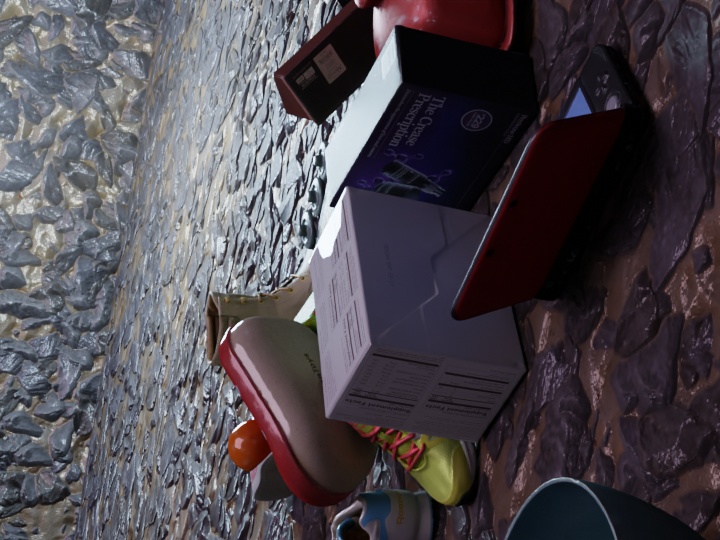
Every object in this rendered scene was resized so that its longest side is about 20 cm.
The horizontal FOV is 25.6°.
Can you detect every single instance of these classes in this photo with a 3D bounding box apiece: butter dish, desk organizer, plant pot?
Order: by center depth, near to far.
[{"bbox_3d":[0.180,0.240,1.012,0.200,0.134,0.201,-171,90,-72],"label":"plant pot"},{"bbox_3d":[0.065,-0.273,1.607,0.200,0.148,0.200,133,142,-59],"label":"butter dish"},{"bbox_3d":[-0.014,-0.255,1.740,0.200,0.072,0.077,-45,31,-14],"label":"desk organizer"}]

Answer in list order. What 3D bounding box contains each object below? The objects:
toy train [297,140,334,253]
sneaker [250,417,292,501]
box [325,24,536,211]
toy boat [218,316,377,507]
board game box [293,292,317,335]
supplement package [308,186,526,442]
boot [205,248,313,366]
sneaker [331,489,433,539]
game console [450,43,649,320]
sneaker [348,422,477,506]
[{"bbox_3d":[-0.015,-0.064,1.835,0.114,0.085,0.200,-109,25,-45],"label":"toy train"},{"bbox_3d":[-0.096,0.204,1.958,0.200,0.075,0.105,121,147,-57],"label":"sneaker"},{"bbox_3d":[0.065,-0.134,1.547,0.200,0.141,0.079,122,149,-50],"label":"box"},{"bbox_3d":[-0.079,0.150,1.559,0.131,0.130,0.200,-46,61,23],"label":"toy boat"},{"bbox_3d":[0.000,0.000,1.677,0.200,0.048,0.102,-56,7,-25],"label":"board game box"},{"bbox_3d":[0.048,0.041,1.479,0.200,0.155,0.111,-98,27,-43],"label":"supplement package"},{"bbox_3d":[-0.109,0.031,1.959,0.073,0.155,0.200,177,103,-71],"label":"boot"},{"bbox_3d":[0.005,0.280,1.610,0.200,0.081,0.077,117,153,-46],"label":"sneaker"},{"bbox_3d":[0.143,-0.076,1.317,0.173,0.118,0.200,-103,29,-50],"label":"game console"},{"bbox_3d":[0.031,0.146,1.505,0.200,0.090,0.078,53,133,25],"label":"sneaker"}]
